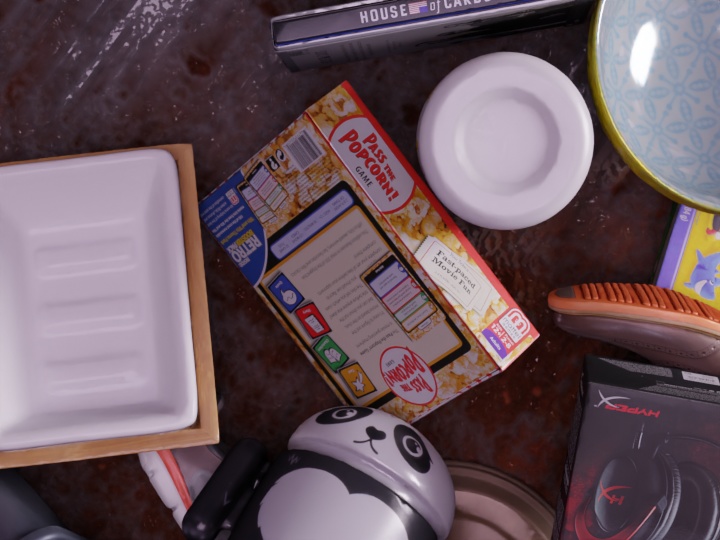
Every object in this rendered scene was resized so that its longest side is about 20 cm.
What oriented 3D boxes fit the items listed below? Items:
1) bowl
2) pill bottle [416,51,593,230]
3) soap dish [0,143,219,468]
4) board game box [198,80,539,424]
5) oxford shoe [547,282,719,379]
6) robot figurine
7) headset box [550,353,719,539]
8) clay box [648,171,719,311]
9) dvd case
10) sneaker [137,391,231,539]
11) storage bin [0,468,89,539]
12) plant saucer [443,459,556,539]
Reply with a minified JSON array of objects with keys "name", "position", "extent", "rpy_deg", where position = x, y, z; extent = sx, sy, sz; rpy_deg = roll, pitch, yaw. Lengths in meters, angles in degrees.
[{"name":"bowl","position":[0.227,-0.125,1.467],"extent":[0.198,0.108,0.202],"rpy_deg":[2,81,-10]},{"name":"pill bottle","position":[0.086,-0.081,1.435],"extent":[0.103,0.200,0.105],"rpy_deg":[0,94,1]},{"name":"soap dish","position":[-0.174,0.026,1.484],"extent":[0.156,0.081,0.202],"rpy_deg":[-7,73,1]},{"name":"board game box","position":[0.000,0.000,1.474],"extent":[0.200,0.151,0.046],"rpy_deg":[53,50,-2]},{"name":"oxford shoe","position":[0.211,0.057,1.464],"extent":[0.198,0.071,0.073],"rpy_deg":[14,103,1]},{"name":"robot figurine","position":[-0.021,0.180,1.447],"extent":[0.150,0.124,0.201],"rpy_deg":[44,64,-25]},{"name":"headset box","position":[0.193,0.166,1.426],"extent":[0.147,0.075,0.202],"rpy_deg":[10,103,2]},{"name":"clay box","position":[0.291,0.017,1.513],"extent":[0.198,0.048,0.116],"rpy_deg":[17,95,2]},{"name":"dvd case","position":[0.046,-0.157,1.456],"extent":[0.198,0.150,0.025],"rpy_deg":[-9,89,2]},{"name":"sneaker","position":[-0.072,0.170,1.521],"extent":[0.082,0.077,0.201],"rpy_deg":[-30,93,-3]},{"name":"storage bin","position":[-0.271,0.205,1.506],"extent":[0.200,0.146,0.134],"rpy_deg":[-42,65,4]},{"name":"plant saucer","position":[0.056,0.228,1.543],"extent":[0.198,0.029,0.202],"rpy_deg":[0,95,2]}]
